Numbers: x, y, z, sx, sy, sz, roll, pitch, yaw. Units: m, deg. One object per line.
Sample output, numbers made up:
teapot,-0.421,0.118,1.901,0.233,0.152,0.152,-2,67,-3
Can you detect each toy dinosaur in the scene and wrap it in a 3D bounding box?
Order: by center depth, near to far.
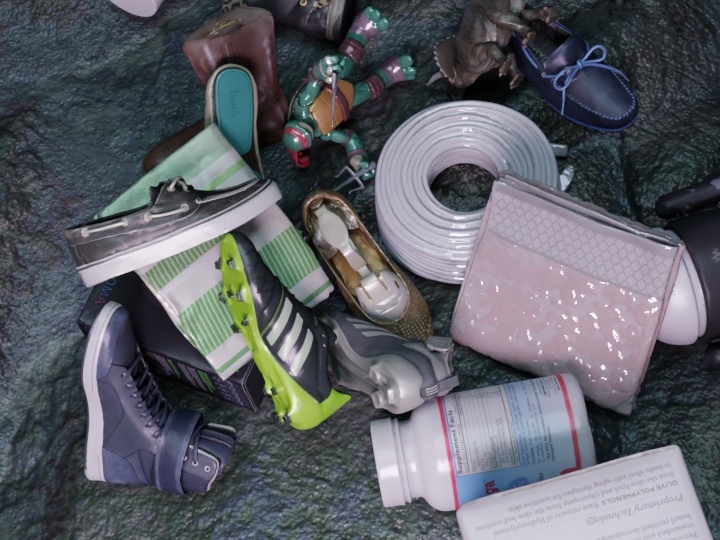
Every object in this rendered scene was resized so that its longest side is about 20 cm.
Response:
toy dinosaur,0.144,-0.262,1.361,0.102,0.077,0.200,38,110,24

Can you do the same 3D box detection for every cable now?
cable,0.112,-0.084,1.338,0.199,0.069,0.200,17,68,13

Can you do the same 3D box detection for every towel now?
towel,-0.138,-0.017,1.218,0.152,0.023,0.200,-39,92,-11
towel,0.194,0.023,1.226,0.200,0.192,0.032,24,29,23

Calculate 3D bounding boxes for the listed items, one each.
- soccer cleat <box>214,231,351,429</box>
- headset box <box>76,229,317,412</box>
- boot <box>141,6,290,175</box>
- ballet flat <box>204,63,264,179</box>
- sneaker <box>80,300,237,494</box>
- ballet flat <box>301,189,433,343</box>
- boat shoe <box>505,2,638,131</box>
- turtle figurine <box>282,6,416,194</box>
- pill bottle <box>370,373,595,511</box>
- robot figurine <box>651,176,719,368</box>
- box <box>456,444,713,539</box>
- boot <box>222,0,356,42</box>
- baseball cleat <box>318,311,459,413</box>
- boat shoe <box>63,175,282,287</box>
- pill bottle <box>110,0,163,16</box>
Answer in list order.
soccer cleat,-0.072,0.050,1.184,0.081,0.067,0.201,-27,104,-25
headset box,-0.155,0.028,1.302,0.199,0.093,0.175,20,69,13
boot,-0.166,-0.185,1.340,0.186,0.200,0.064,-25,64,-6
ballet flat,-0.131,-0.104,1.271,0.069,0.069,0.201,2,86,7
sneaker,-0.189,0.127,1.219,0.146,0.203,0.077,11,32,10
ballet flat,0.000,0.000,1.295,0.070,0.065,0.200,-40,78,4
boat shoe,0.216,-0.224,1.392,0.200,0.069,0.084,36,74,20
turtle figurine,-0.024,-0.181,1.371,0.100,0.150,0.200,18,59,32
pill bottle,0.114,0.166,1.202,0.199,0.109,0.109,-10,65,2
robot figurine,0.357,0.000,1.247,0.199,0.125,0.150,-16,41,-2
box,0.200,0.278,1.092,0.199,0.199,0.172,-16,65,0
boot,-0.075,-0.361,1.486,0.150,0.073,0.201,5,71,8
baseball cleat,0.029,0.086,1.245,0.106,0.070,0.200,-12,24,-22
boat shoe,-0.170,-0.051,1.163,0.200,0.071,0.064,-23,100,-10
pill bottle,-0.229,-0.401,1.497,0.111,0.111,0.200,21,70,15
